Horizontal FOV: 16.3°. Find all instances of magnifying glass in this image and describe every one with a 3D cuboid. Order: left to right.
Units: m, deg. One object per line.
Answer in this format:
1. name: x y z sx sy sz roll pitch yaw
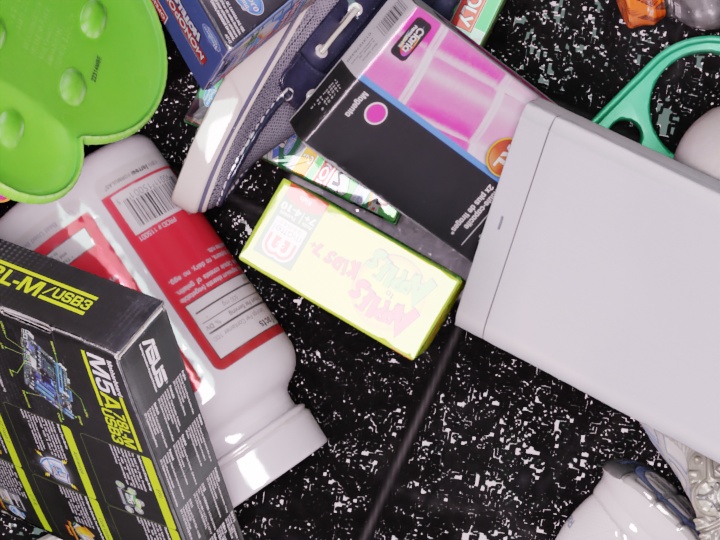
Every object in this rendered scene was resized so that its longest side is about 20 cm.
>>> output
1. magnifying glass: 0.140 -0.072 1.410 0.200 0.022 0.080 -19 89 1

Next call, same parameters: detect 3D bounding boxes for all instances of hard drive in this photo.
1. hard drive: 0.153 0.011 1.292 0.200 0.027 0.132 27 114 24

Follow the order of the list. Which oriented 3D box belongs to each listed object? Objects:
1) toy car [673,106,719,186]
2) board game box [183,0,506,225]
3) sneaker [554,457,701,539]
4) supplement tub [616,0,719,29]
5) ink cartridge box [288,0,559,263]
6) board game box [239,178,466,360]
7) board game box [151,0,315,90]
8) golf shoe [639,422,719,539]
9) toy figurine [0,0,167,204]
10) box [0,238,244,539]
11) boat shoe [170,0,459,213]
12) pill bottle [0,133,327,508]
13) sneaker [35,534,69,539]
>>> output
1. toy car: 0.275 -0.033 1.312 0.175 0.150 0.200 -22 88 -34
2. board game box: 0.004 -0.144 1.412 0.134 0.029 0.200 26 91 2
3. sneaker: 0.187 0.195 1.371 0.200 0.074 0.087 45 104 11
4. supplement tub: 0.228 -0.203 1.354 0.200 0.123 0.123 -15 89 4
5. ink cartridge box: 0.066 -0.059 1.347 0.200 0.037 0.095 34 102 -31
6. board game box: 0.000 0.000 1.325 0.101 0.200 0.048 30 91 3
7. board game box: -0.041 -0.226 1.314 0.200 0.062 0.200 -27 82 -23
8. golf shoe: 0.201 0.100 1.359 0.078 0.097 0.200 -32 77 5
9. toy figurine: -0.221 -0.076 1.353 0.150 0.200 0.184 33 134 -26
10. box: -0.164 0.068 1.310 0.193 0.200 0.048 17 52 29
11. boat shoe: -0.018 -0.103 1.352 0.093 0.075 0.200 30 80 0
12. pill bottle: -0.108 0.035 1.376 0.112 0.112 0.200 -34 88 2
13. sneaker: -0.114 0.181 1.395 0.200 0.074 0.116 -11 92 4
